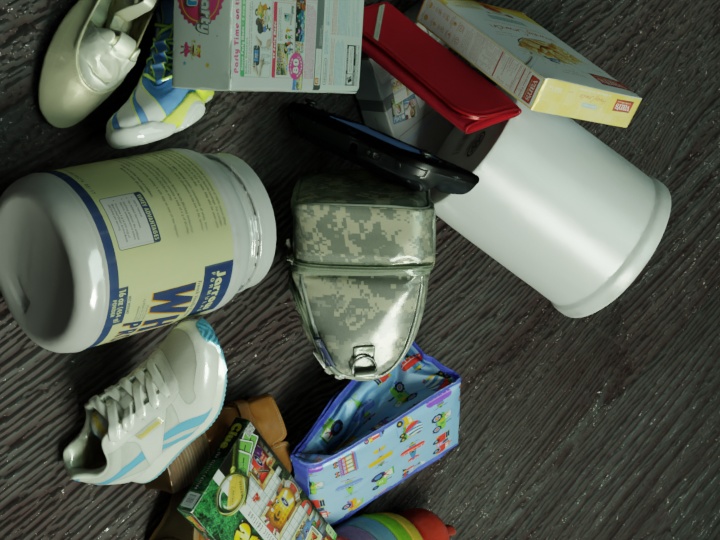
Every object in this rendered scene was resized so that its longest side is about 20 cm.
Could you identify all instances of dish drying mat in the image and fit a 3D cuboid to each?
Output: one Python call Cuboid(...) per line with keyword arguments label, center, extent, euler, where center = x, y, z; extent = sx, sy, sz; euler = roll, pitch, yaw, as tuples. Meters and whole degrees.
Cuboid(label="dish drying mat", center=(0.063, -0.201, 1.212), extent=(0.077, 0.200, 0.018), euler=(-22, 142, -35))

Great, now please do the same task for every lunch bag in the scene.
Cuboid(label="lunch bag", center=(0.000, 0.000, 1.187), extent=(0.139, 0.200, 0.168), euler=(-1, 104, -1))
Cuboid(label="lunch bag", center=(0.006, 0.184, 1.300), extent=(0.200, 0.094, 0.151), euler=(-40, 152, -22))

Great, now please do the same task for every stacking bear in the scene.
Cuboid(label="stacking bear", center=(0.027, 0.317, 1.365), extent=(0.200, 0.121, 0.114), euler=(-10, 82, -54))

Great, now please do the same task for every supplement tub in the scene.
Cuboid(label="supplement tub", center=(-0.184, -0.023, 1.033), extent=(0.200, 0.145, 0.145), euler=(-17, 111, -42))

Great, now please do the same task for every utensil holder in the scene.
Cuboid(label="utensil holder", center=(0.187, -0.075, 1.279), extent=(0.200, 0.170, 0.170), euler=(35, 73, -16))

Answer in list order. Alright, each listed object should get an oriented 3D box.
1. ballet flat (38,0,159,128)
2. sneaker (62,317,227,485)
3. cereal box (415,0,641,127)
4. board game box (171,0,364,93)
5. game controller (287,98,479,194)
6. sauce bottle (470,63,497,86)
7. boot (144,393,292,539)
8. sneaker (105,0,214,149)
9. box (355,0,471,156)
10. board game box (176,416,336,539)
Cuboid(label="ballet flat", center=(-0.201, -0.207, 1.029), extent=(0.069, 0.069, 0.200), euler=(33, 76, -45))
Cuboid(label="sneaker", center=(-0.182, 0.118, 1.063), extent=(0.081, 0.077, 0.200), euler=(2, 135, -44))
Cuboid(label="cereal box", center=(0.167, -0.212, 1.247), extent=(0.144, 0.200, 0.040), euler=(3, 122, -40))
Cuboid(label="board game box", center=(-0.073, -0.226, 1.063), extent=(0.200, 0.064, 0.148), euler=(-12, 107, -59))
Cuboid(label="game controller", center=(0.019, -0.118, 1.184), extent=(0.104, 0.200, 0.042), euler=(-2, 113, -44))
Cuboid(label="sauce bottle", center=(0.168, -0.144, 1.370), extent=(0.066, 0.066, 0.200), euler=(-43, 128, -31))
Cuboid(label="boot", center=(-0.133, 0.225, 1.210), extent=(0.155, 0.077, 0.200), euler=(-22, 108, -45))
Cuboid(label="sneaker", center=(-0.164, -0.182, 1.071), extent=(0.200, 0.076, 0.105), euler=(-47, 120, -48))
Cuboid(label="box", center=(0.072, -0.174, 1.337), extent=(0.156, 0.041, 0.200), euler=(-42, 126, -32))
Cuboid(label="board game box", center=(-0.093, 0.240, 1.188), extent=(0.105, 0.023, 0.200), euler=(-57, 136, -27))
